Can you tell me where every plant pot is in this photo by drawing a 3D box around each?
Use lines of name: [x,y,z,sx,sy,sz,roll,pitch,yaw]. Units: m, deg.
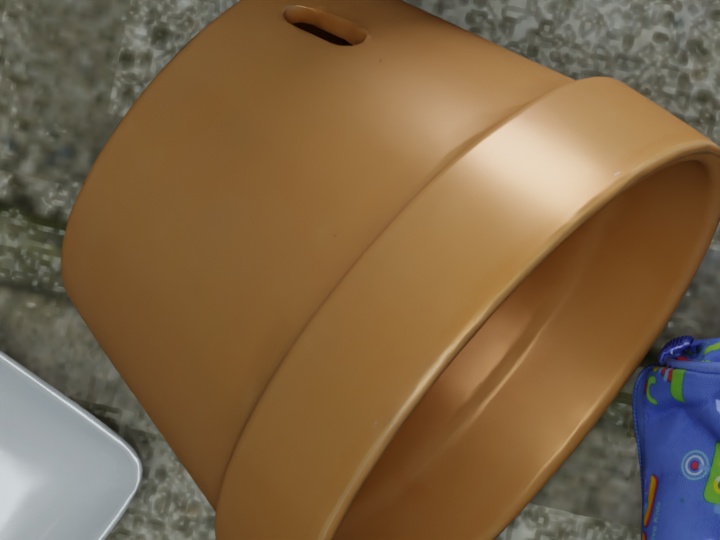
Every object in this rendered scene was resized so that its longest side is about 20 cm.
plant pot: [0.000,0.000,0.896,0.140,0.200,0.200,39,96,17]

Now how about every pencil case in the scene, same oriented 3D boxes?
pencil case: [0.125,0.117,0.940,0.087,0.078,0.201,5,93,6]

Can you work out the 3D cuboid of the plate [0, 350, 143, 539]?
plate: [-0.206,0.085,0.987,0.200,0.032,0.200,37,95,2]
